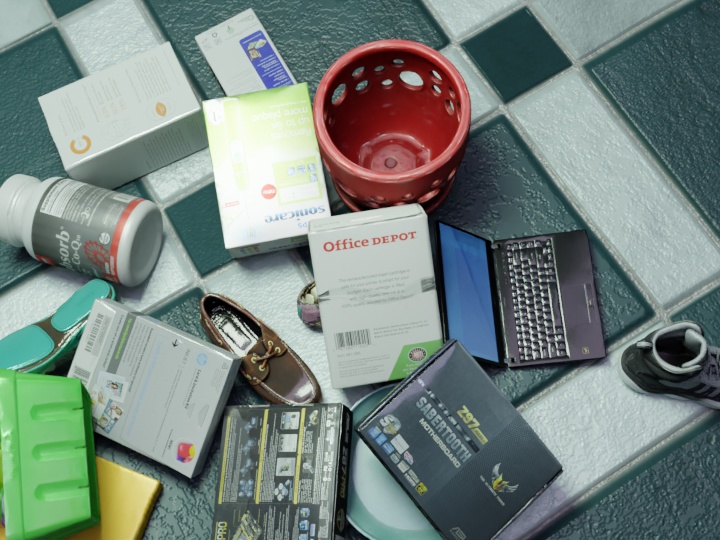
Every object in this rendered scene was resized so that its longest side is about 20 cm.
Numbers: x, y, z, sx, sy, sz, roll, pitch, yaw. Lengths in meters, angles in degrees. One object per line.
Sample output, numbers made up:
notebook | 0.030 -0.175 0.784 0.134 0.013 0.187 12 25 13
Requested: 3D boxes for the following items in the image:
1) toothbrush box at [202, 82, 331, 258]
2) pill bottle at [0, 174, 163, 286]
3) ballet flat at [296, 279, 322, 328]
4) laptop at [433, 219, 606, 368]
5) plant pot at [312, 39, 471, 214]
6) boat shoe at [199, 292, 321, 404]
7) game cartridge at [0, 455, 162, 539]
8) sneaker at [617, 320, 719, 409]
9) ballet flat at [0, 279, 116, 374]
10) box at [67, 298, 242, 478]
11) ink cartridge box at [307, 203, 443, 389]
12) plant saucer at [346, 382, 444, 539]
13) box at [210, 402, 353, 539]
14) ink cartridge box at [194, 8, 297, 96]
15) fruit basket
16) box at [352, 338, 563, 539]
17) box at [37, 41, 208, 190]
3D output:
toothbrush box | -0.121 -0.132 1.252 0.143 0.086 0.203 -10 83 -1
pill bottle | -0.373 -0.058 1.242 0.197 0.116 0.117 15 69 10
ballet flat | 0.000 0.000 1.221 0.199 0.071 0.069 -36 68 -11
laptop | 0.201 0.023 1.183 0.197 0.103 0.180 -6 68 8
plant pot | 0.042 -0.166 1.225 0.197 0.183 0.203 -1 67 2
boat shoe | -0.131 0.105 1.189 0.199 0.070 0.071 38 73 15
game cartridge | -0.358 0.323 1.137 0.174 0.033 0.202 18 68 10
sneaker | 0.418 0.115 1.129 0.197 0.114 0.077 6 69 6
ballet flat | -0.392 0.092 1.202 0.199 0.071 0.067 -39 59 -24
box | -0.264 0.143 1.167 0.198 0.041 0.158 21 93 13
ink cartridge box | 0.019 0.029 1.147 0.144 0.084 0.203 -8 105 -1
plant saucer | 0.061 0.238 1.142 0.197 0.036 0.203 -1 69 3
box | -0.094 0.261 1.114 0.159 0.049 0.203 -5 67 17
ink cartridge box | -0.155 -0.280 1.360 0.099 0.039 0.201 -27 68 -7
fruit basket | -0.412 0.227 1.089 0.212 0.156 0.219 3 71 -8
box | 0.112 0.205 1.081 0.157 0.051 0.201 -39 90 -12
box | -0.325 -0.208 1.309 0.198 0.098 0.125 -25 69 -8
